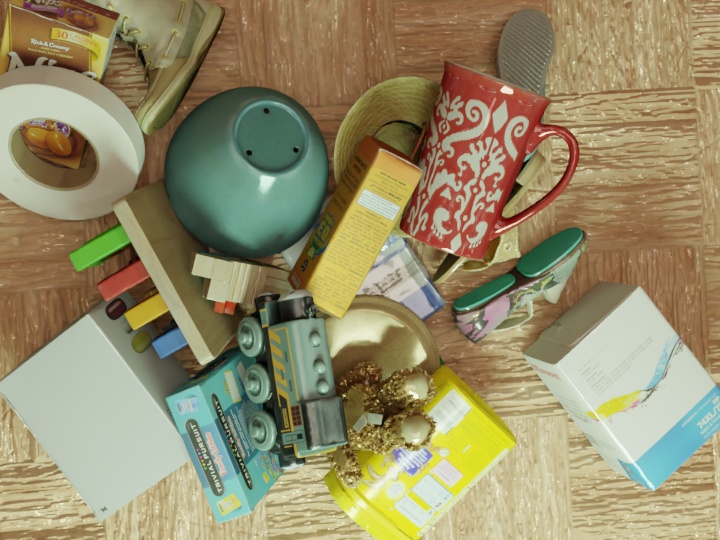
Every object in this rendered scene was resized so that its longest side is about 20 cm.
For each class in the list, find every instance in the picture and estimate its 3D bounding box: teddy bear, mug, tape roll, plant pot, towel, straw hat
[{"bbox_3d":[0.002,0.175,1.548,0.198,0.067,0.147,-29,62,17],"label":"teddy bear"},{"bbox_3d":[0.140,-0.118,1.530,0.132,0.176,0.203,7,107,-50],"label":"mug"},{"bbox_3d":[-0.346,-0.142,1.516,0.200,0.204,0.037,18,45,-9],"label":"tape roll"},{"bbox_3d":[-0.119,-0.130,1.540,0.197,0.135,0.204,5,73,-17],"label":"plant pot"},{"bbox_3d":[0.000,0.000,1.648,0.146,0.024,0.202,-34,96,-6],"label":"towel"},{"bbox_3d":[0.044,-0.140,1.621,0.198,0.085,0.205,-6,106,-20],"label":"straw hat"}]

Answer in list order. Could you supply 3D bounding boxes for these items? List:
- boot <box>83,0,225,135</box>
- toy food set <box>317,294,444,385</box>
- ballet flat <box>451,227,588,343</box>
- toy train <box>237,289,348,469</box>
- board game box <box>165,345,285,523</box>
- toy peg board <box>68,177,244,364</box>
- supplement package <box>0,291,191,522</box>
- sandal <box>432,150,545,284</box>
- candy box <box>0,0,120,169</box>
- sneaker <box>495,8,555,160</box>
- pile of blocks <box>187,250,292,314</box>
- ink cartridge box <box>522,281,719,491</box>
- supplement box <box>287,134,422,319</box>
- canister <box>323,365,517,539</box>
[{"bbox_3d":[-0.261,-0.265,1.550,0.153,0.072,0.202,28,58,-7],"label":"boot"},{"bbox_3d":[0.002,0.126,1.626,0.199,0.049,0.199,-36,104,7],"label":"toy food set"},{"bbox_3d":[0.207,0.024,1.667,0.198,0.069,0.072,-33,114,-3],"label":"ballet flat"},{"bbox_3d":[-0.074,0.120,1.492,0.084,0.113,0.204,-2,81,-42],"label":"toy train"},{"bbox_3d":[-0.143,0.181,1.539,0.046,0.200,0.153,-20,96,17],"label":"board game box"},{"bbox_3d":[-0.237,0.013,1.533,0.097,0.200,0.201,-27,96,10],"label":"toy peg board"},{"bbox_3d":[-0.287,0.152,1.533,0.155,0.111,0.201,-34,97,19],"label":"supplement package"},{"bbox_3d":[0.180,-0.048,1.651,0.069,0.078,0.213,39,79,-10],"label":"sandal"},{"bbox_3d":[-0.351,-0.219,1.507,0.115,0.057,0.201,18,132,-8],"label":"candy box"},{"bbox_3d":[0.197,-0.227,1.658,0.073,0.082,0.203,11,67,0],"label":"sneaker"},{"bbox_3d":[-0.151,0.017,1.548,0.081,0.199,0.063,16,92,28],"label":"pile of blocks"},{"bbox_3d":[0.327,0.137,1.642,0.146,0.147,0.201,-40,97,-6],"label":"ink cartridge box"},{"bbox_3d":[-0.008,-0.050,1.541,0.068,0.067,0.202,23,102,-23],"label":"supplement box"},{"bbox_3d":[0.075,0.229,1.599,0.200,0.087,0.148,-44,123,5],"label":"canister"}]
